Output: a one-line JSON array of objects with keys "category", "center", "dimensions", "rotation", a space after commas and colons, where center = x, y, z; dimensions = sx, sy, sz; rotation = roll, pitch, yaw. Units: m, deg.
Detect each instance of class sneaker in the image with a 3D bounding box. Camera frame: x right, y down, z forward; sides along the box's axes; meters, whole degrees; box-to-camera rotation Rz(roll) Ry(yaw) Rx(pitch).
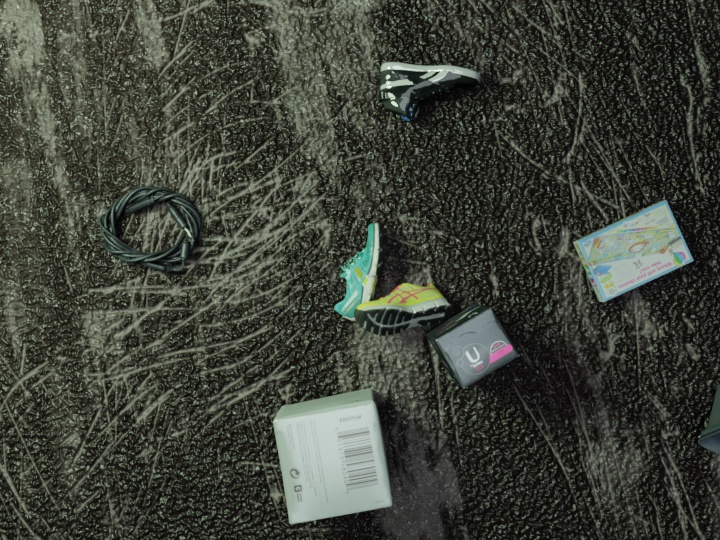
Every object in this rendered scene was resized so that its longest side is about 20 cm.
[{"category": "sneaker", "center": [0.135, -0.350, 1.497], "dimensions": [0.198, 0.073, 0.113], "rotation": [6, 93, 8]}, {"category": "sneaker", "center": [0.000, 0.000, 1.489], "dimensions": [0.079, 0.077, 0.202], "rotation": [15, 89, 9]}, {"category": "sneaker", "center": [0.076, 0.068, 1.472], "dimensions": [0.198, 0.078, 0.091], "rotation": [-4, 48, -22]}]

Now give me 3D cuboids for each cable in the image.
[{"category": "cable", "center": [-0.425, -0.091, 1.497], "dimensions": [0.198, 0.051, 0.164], "rotation": [16, 89, 1]}]

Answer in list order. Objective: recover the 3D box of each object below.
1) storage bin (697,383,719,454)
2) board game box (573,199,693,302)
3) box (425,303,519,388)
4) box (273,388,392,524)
[{"category": "storage bin", "center": [0.781, 0.304, 1.466], "dimensions": [0.199, 0.146, 0.135], "rotation": [23, 62, 0]}, {"category": "board game box", "center": [0.550, -0.039, 1.508], "dimensions": [0.199, 0.034, 0.135], "rotation": [-24, 89, -1]}, {"category": "box", "center": [0.207, 0.139, 1.422], "dimensions": [0.122, 0.200, 0.107], "rotation": [-31, 89, 0]}, {"category": "box", "center": [-0.051, 0.350, 1.433], "dimensions": [0.198, 0.171, 0.201], "rotation": [-10, 89, 0]}]
